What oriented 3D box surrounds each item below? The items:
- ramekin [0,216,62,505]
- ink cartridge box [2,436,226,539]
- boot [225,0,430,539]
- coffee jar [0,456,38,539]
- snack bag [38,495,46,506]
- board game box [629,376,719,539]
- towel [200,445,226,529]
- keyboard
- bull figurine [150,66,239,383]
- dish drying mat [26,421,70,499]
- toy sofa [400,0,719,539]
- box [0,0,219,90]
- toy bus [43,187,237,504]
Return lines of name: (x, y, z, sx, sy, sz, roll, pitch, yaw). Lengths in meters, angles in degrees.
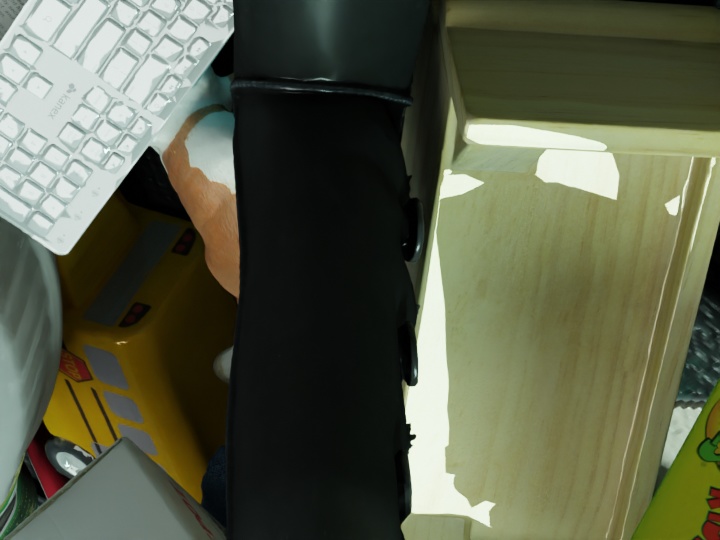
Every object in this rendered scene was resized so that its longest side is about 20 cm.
ramekin: (-0.200, 0.033, 0.887, 0.202, 0.094, 0.202, -3, 117, -6)
ink cartridge box: (-0.033, 0.171, 0.919, 0.200, 0.088, 0.145, 47, 180, -41)
boot: (-0.012, -0.011, 0.686, 0.066, 0.200, 0.165, 4, 159, 5)
coffee jar: (-0.187, 0.091, 1.081, 0.085, 0.104, 0.200, 36, 164, 4)
snack bag: (-0.197, 0.138, 1.305, 0.200, 0.021, 0.189, 28, 150, 8)
board game box: (0.110, 0.084, 0.758, 0.048, 0.200, 0.102, 23, 148, 17)
towel: (0.040, 0.103, 0.971, 0.200, 0.049, 0.112, 16, 150, 1)
keyboard: (-0.066, -0.083, 0.795, 0.056, 0.011, 0.200, 31, 125, -14)
bull figurine: (0.000, 0.000, 0.882, 0.200, 0.065, 0.121, 25, 150, 18)
dish drying mat: (-0.107, 0.129, 1.099, 0.200, 0.018, 0.077, -125, 15, -55)
toy sofa: (0.052, 0.012, 0.779, 0.083, 0.098, 0.200, 3, 124, -7)
box: (-0.127, -0.091, 0.891, 0.200, 0.049, 0.082, -9, 130, 50)
toy bus: (-0.086, 0.036, 1.014, 0.078, 0.065, 0.200, 16, 145, 29)
